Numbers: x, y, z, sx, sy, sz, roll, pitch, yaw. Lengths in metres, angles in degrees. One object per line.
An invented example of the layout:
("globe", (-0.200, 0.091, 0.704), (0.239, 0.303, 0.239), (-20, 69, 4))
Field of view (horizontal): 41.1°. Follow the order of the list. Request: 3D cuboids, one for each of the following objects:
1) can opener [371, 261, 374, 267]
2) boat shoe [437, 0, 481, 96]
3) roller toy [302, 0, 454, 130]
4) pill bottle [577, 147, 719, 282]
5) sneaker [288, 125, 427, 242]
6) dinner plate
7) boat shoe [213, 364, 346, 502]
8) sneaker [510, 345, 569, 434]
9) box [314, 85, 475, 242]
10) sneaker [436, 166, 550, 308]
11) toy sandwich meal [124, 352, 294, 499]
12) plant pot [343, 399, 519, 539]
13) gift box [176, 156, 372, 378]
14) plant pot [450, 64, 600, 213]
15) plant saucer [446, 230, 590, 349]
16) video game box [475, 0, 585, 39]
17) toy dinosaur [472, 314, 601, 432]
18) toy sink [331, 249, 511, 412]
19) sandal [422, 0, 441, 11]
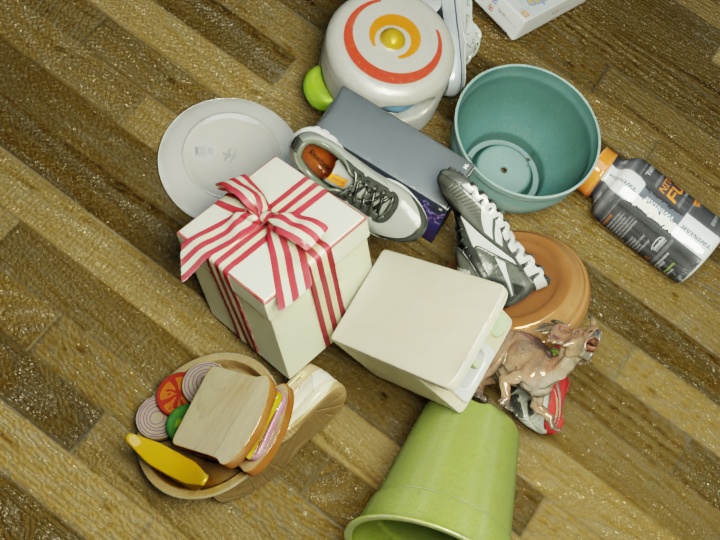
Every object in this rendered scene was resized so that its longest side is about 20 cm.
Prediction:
("can opener", (0.000, 0.000, 1.250), (0.053, 0.067, 0.200), (-32, 76, -19))
("boat shoe", (0.148, -0.346, 1.415), (0.066, 0.074, 0.201), (2, 67, -10))
("roller toy", (0.035, -0.289, 1.336), (0.182, 0.140, 0.201), (28, 65, 2))
("pill bottle", (0.396, -0.083, 1.332), (0.200, 0.106, 0.106), (39, 67, 7))
("sneaker", (-0.006, -0.097, 1.163), (0.200, 0.079, 0.074), (35, 100, -6))
("dinner plate", (-0.175, -0.153, 1.308), (0.199, 0.024, 0.202), (3, 67, -7))
("boat shoe", (-0.109, 0.192, 1.156), (0.200, 0.074, 0.069), (-40, 55, -14))
("sneaker", (0.234, 0.122, 1.246), (0.085, 0.077, 0.201), (40, 46, -32))
("box", (0.038, -0.137, 1.270), (0.199, 0.141, 0.079), (32, 72, 5))
("sneaker", (0.144, -0.031, 1.174), (0.090, 0.066, 0.200), (-40, 107, -3))
("toy sandwich meal", (-0.178, 0.170, 1.106), (0.204, 0.070, 0.206), (-10, 54, 14))
("plant pot", (0.104, 0.255, 1.114), (0.199, 0.200, 0.191), (23, 53, 0))
("gift box", (-0.099, 0.001, 1.141), (0.184, 0.187, 0.200), (30, 60, 29))
("plant pot", (0.210, -0.160, 1.316), (0.199, 0.134, 0.202), (3, 67, -8))
("plant saucer", (0.197, 0.020, 1.246), (0.199, 0.038, 0.201), (-8, 51, 9))
("video game box", (0.239, -0.458, 1.470), (0.200, 0.047, 0.182), (-34, 79, -35))
("toy dinosaur", (0.195, 0.102, 1.142), (0.199, 0.086, 0.136), (17, 82, 37))
("toy sink", (0.089, 0.075, 1.109), (0.199, 0.112, 0.131), (17, 71, 47))
("sandal", (0.049, -0.427, 1.445), (0.079, 0.059, 0.207), (-4, 45, -34))
